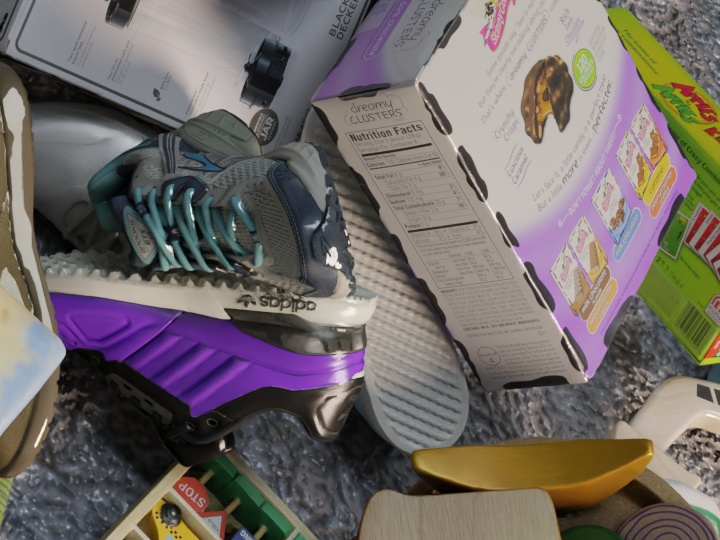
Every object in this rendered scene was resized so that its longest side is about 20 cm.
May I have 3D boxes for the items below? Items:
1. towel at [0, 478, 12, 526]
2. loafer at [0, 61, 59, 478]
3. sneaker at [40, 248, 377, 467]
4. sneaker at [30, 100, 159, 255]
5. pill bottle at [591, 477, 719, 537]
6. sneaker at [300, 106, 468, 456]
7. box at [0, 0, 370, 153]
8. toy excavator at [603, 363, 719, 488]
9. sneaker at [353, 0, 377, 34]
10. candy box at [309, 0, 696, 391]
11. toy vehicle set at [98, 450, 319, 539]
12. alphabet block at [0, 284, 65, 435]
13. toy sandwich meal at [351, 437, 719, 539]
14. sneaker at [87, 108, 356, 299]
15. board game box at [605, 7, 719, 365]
[{"bbox_3d":[-0.250,0.048,1.390,0.200,0.023,0.144,29,46,-23],"label":"towel"},{"bbox_3d":[-0.189,0.000,1.394,0.067,0.076,0.200,-2,77,-28],"label":"loafer"},{"bbox_3d":[-0.095,0.047,1.455,0.200,0.100,0.070,6,9,8],"label":"sneaker"},{"bbox_3d":[-0.111,-0.019,1.521,0.200,0.070,0.080,30,48,-21],"label":"sneaker"},{"bbox_3d":[0.149,0.219,1.542,0.113,0.113,0.200,16,52,-32],"label":"pill bottle"},{"bbox_3d":[0.000,0.000,1.566,0.074,0.082,0.200,-13,98,-18],"label":"sneaker"},{"bbox_3d":[-0.099,-0.135,1.508,0.200,0.060,0.117,21,91,-41],"label":"box"},{"bbox_3d":[0.234,0.080,1.743,0.200,0.100,0.195,18,51,-13],"label":"toy excavator"},{"bbox_3d":[0.031,-0.085,1.610,0.079,0.200,0.075,3,19,5],"label":"sneaker"},{"bbox_3d":[0.079,-0.068,1.535,0.200,0.071,0.168,58,43,-27],"label":"candy box"},{"bbox_3d":[-0.043,0.187,1.463,0.200,0.027,0.124,47,42,-4],"label":"toy vehicle set"},{"bbox_3d":[-0.277,0.054,1.213,0.200,0.196,0.195,44,51,-7],"label":"alphabet block"},{"bbox_3d":[0.087,0.156,1.472,0.205,0.070,0.205,0,59,0],"label":"toy sandwich meal"},{"bbox_3d":[-0.069,-0.020,1.410,0.086,0.200,0.078,-19,107,-21],"label":"sneaker"},{"bbox_3d":[0.176,-0.051,1.719,0.048,0.102,0.200,-6,47,-44],"label":"board game box"}]
